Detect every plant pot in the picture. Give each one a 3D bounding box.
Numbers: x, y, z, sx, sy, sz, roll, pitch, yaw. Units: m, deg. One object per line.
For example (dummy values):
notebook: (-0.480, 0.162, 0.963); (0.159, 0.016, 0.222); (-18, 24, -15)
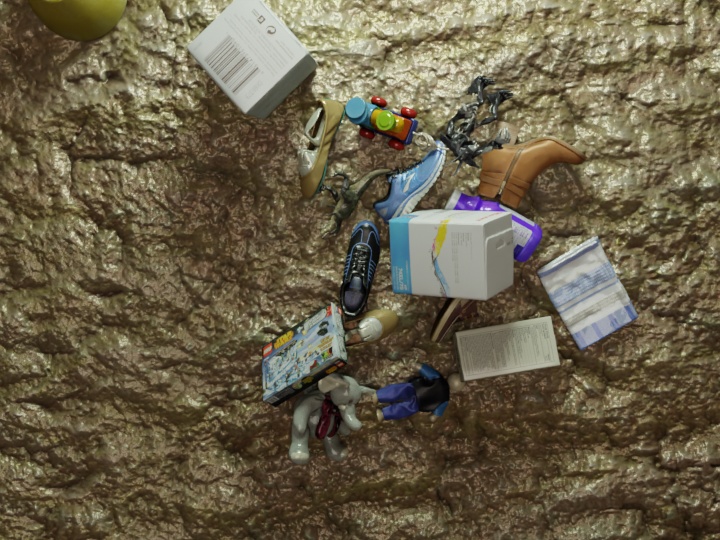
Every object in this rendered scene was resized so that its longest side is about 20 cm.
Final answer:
plant pot: (-0.571, -0.559, 1.577); (0.198, 0.142, 0.202); (0, 97, 1)

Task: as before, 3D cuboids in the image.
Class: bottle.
bottle: (0.267, -0.096, 1.648); (0.199, 0.065, 0.084); (28, 118, -2)

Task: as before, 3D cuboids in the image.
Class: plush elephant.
plush elephant: (-0.051, 0.281, 1.647); (0.154, 0.164, 0.202); (-27, 60, 32)

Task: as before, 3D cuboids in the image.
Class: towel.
towel: (0.472, 0.048, 1.686); (0.146, 0.024, 0.201); (-29, 96, 6)

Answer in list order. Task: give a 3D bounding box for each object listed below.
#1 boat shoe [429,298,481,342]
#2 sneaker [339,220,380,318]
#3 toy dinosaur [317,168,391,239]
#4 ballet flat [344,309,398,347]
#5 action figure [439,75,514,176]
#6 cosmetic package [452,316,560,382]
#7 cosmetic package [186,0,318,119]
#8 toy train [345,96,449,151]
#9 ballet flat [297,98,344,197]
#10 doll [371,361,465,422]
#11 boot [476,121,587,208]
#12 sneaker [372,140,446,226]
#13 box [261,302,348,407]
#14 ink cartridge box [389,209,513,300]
boat shoe: (0.218, 0.073, 1.674); (0.072, 0.072, 0.201); (34, 91, -2)
sneaker: (0.000, 0.000, 1.665); (0.069, 0.078, 0.202); (8, 98, 1)
toy dinosaur: (-0.033, -0.157, 1.654); (0.088, 0.048, 0.200); (37, 111, -13)
ballet flat: (-0.014, 0.134, 1.690); (0.198, 0.063, 0.069); (-18, 99, 4)
action figure: (0.226, -0.282, 1.577); (0.118, 0.102, 0.201); (32, 69, -24)
cosmetic package: (0.297, 0.163, 1.665); (0.198, 0.073, 0.105); (-8, 80, 0)
cosmetic package: (-0.199, -0.408, 1.556); (0.165, 0.200, 0.165); (-42, 95, 7)
toy train: (0.071, -0.282, 1.581); (0.199, 0.116, 0.085); (25, 98, 21)
ballet flat: (-0.094, -0.249, 1.632); (0.063, 0.068, 0.202); (18, 91, -36)
doll: (0.124, 0.255, 1.709); (0.198, 0.048, 0.138); (-15, 98, 4)
boot: (0.339, -0.198, 1.629); (0.198, 0.077, 0.157); (17, 96, 2)
sneaker: (0.099, -0.184, 1.639); (0.089, 0.079, 0.200); (38, 97, -6)
box: (-0.115, 0.170, 1.636); (0.199, 0.138, 0.040); (-33, 133, 25)
ink cartridge box: (0.178, -0.035, 1.566); (0.198, 0.146, 0.148); (4, 104, 32)
